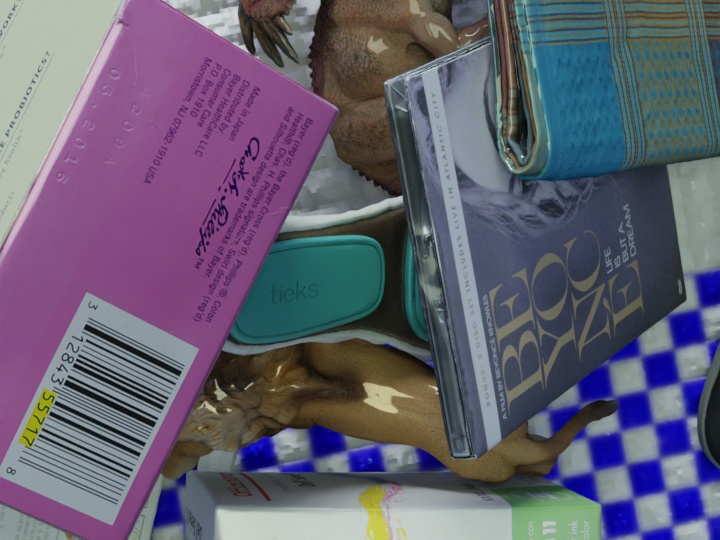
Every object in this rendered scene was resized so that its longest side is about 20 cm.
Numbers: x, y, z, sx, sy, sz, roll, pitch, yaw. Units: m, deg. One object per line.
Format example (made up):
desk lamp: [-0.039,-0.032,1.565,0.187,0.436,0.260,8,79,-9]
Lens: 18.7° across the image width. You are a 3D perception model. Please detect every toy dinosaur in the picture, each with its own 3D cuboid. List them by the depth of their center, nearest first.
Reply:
toy dinosaur: [0.005,-0.091,0.941,0.135,0.086,0.201,-10,109,6]

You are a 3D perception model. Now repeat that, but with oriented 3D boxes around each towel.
towel: [0.104,-0.114,0.906,0.022,0.200,0.148,-7,91,33]

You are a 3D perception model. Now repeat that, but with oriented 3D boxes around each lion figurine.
lion figurine: [0.010,0.054,0.909,0.199,0.122,0.073,6,98,4]

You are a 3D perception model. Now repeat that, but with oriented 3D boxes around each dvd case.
dvd case: [0.078,-0.028,0.891,0.016,0.200,0.150,-1,106,34]

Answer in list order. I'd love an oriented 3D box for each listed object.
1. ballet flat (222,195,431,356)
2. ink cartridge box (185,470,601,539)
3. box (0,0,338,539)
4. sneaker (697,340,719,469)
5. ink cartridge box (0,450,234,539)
ballet flat: [0.000,0.000,0.883,0.199,0.069,0.070,-1,91,-42]
ink cartridge box: [-0.010,0.122,0.912,0.199,0.117,0.068,1,92,-11]
box: [-0.127,-0.015,0.817,0.096,0.200,0.177,29,85,-32]
sneaker: [0.208,0.001,0.941,0.074,0.106,0.201,11,92,-10]
ink cartridge box: [-0.160,0.089,0.952,0.199,0.050,0.163,14,89,-23]
